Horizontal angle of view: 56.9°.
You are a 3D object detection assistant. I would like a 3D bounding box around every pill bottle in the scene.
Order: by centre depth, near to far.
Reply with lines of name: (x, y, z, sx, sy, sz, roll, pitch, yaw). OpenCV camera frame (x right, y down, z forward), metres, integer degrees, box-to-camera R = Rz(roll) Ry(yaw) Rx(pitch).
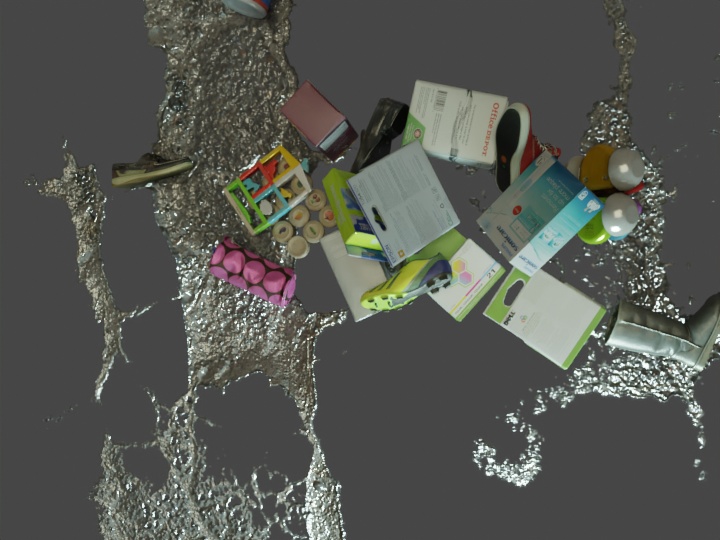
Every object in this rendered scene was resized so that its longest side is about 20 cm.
pill bottle: (-0.229, -0.674, 1.464, 0.112, 0.112, 0.201, 19, 93, 8)

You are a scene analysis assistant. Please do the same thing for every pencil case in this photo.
pencil case: (-0.236, 0.003, 1.476, 0.199, 0.091, 0.094, 25, 87, 5)

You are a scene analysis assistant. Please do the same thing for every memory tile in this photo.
memory tile: (-0.152, -0.141, 1.489, 0.153, 0.017, 0.200, -42, 79, 6)

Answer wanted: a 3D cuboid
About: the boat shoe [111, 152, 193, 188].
boat shoe: (-0.482, -0.237, 1.519, 0.199, 0.073, 0.065, -12, 93, 8)

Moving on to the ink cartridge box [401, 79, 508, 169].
ink cartridge box: (0.201, -0.307, 1.412, 0.199, 0.083, 0.147, 14, 93, 8)

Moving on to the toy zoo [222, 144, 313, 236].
toy zoo: (-0.195, -0.187, 1.483, 0.200, 0.020, 0.131, -37, 79, 7)

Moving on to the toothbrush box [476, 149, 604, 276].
toothbrush box: (0.351, -0.113, 1.313, 0.200, 0.085, 0.147, -47, 41, 19)

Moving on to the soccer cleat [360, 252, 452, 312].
soccer cleat: (0.092, 0.024, 1.370, 0.199, 0.065, 0.084, -21, 57, 7)

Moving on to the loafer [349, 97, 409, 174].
loafer: (0.030, -0.284, 1.453, 0.072, 0.073, 0.200, 34, 91, 29)

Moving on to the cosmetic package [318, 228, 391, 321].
cosmetic package: (0.000, 0.000, 1.441, 0.106, 0.090, 0.201, -23, 89, 7)

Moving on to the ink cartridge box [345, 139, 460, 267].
ink cartridge box: (0.082, -0.136, 1.342, 0.200, 0.043, 0.197, -32, 100, -25)

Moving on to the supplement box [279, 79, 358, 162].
supplement box: (-0.081, -0.309, 1.395, 0.086, 0.200, 0.110, -45, 84, 6)

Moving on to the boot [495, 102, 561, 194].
boot: (0.348, -0.261, 1.342, 0.144, 0.201, 0.072, -24, 46, -18)

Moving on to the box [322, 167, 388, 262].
box: (0.003, -0.115, 1.373, 0.048, 0.122, 0.201, -47, 49, 36)

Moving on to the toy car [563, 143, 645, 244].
toy car: (0.504, -0.148, 1.346, 0.149, 0.175, 0.201, 9, 87, -30)

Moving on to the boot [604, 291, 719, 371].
boot: (0.625, 0.100, 1.363, 0.199, 0.073, 0.183, 22, 91, 15)

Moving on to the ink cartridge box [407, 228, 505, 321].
ink cartridge box: (0.183, -0.013, 1.417, 0.200, 0.076, 0.148, 41, 95, 5)

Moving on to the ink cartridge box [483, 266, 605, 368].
ink cartridge box: (0.380, 0.085, 1.382, 0.200, 0.076, 0.148, 34, 95, 11)

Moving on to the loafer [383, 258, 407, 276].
loafer: (0.088, -0.086, 1.425, 0.069, 0.075, 0.201, 1, 84, -21)
